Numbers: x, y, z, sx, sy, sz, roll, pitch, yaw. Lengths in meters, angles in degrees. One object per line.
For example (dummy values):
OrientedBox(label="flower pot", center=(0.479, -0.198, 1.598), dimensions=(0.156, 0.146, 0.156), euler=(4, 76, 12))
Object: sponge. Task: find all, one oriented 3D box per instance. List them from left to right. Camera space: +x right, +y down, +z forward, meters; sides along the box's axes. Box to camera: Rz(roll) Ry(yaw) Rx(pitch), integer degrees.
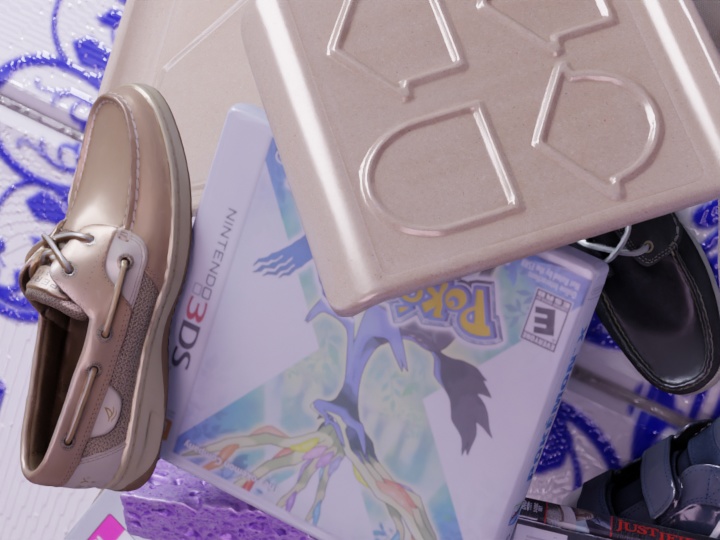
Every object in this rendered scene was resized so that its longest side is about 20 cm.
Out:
OrientedBox(label="sponge", center=(-0.031, 0.088, 1.247), dimensions=(0.111, 0.200, 0.030), euler=(3, 116, 26))

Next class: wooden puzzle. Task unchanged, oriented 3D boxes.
OrientedBox(label="wooden puzzle", center=(-0.050, -0.104, 1.270), dimensions=(0.200, 0.037, 0.185), euler=(-7, 51, 24))
OrientedBox(label="wooden puzzle", center=(0.060, -0.077, 1.063), dimensions=(0.200, 0.046, 0.185), euler=(-20, 57, 1))

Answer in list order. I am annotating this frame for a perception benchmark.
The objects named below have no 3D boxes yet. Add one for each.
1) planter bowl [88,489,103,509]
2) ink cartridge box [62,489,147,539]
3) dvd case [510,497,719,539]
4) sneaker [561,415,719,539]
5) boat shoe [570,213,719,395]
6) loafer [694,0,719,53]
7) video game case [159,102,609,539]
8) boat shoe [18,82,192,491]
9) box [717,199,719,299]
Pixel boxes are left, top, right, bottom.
OrientedBox(label="planter bowl", center=(-0.061, 0.187, 1.339), dimensions=(0.200, 0.083, 0.201), euler=(4, 99, 24))
OrientedBox(label="ink cartridge box", center=(-0.124, 0.237, 1.307), dimensions=(0.174, 0.044, 0.200), euler=(46, 114, 14))
OrientedBox(label="dvd case", center=(0.162, 0.196, 1.205), dimensions=(0.200, 0.022, 0.146), euler=(11, 124, 1))
OrientedBox(label="sneaker", center=(0.150, 0.136, 1.226), dimensions=(0.079, 0.078, 0.200), euler=(30, 111, -4))
OrientedBox(label="boat shoe", center=(0.130, -0.022, 1.229), dimensions=(0.072, 0.068, 0.200), euler=(-26, 87, 25))
OrientedBox(label="loafer", center=(0.133, -0.154, 1.158), dimensions=(0.076, 0.068, 0.200), euler=(-47, 36, 6))
OrientedBox(label="video game case", center=(-0.002, 0.041, 1.103), dimensions=(0.200, 0.022, 0.183), euler=(25, 108, 19))
OrientedBox(label="boat shoe", center=(-0.128, 0.006, 1.125), dimensions=(0.071, 0.064, 0.200), euler=(-3, 83, 55))
OrientedBox(label="box", center=(0.282, -0.035, 1.129), dimensions=(0.200, 0.109, 0.128), euler=(2, 98, 25))
